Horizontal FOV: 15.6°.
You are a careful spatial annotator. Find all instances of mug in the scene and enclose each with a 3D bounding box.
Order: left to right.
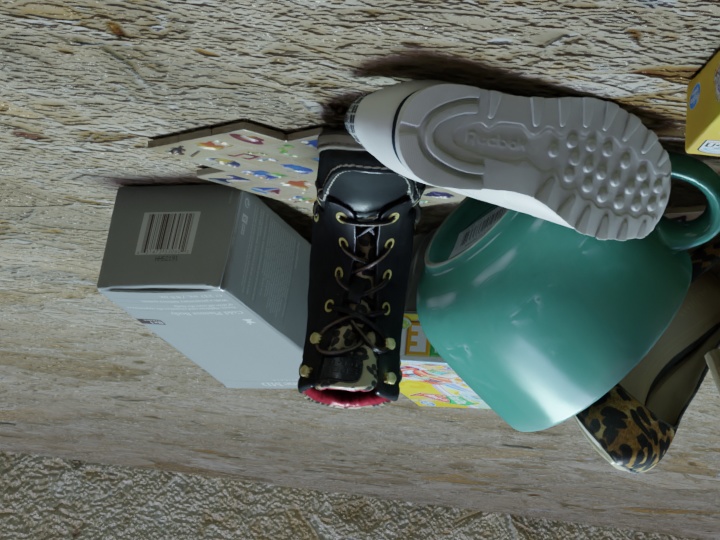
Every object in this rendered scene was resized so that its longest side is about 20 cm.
[{"bbox_3d":[0.118,-0.007,1.601,0.114,0.185,0.152,44,166,-16],"label":"mug"}]

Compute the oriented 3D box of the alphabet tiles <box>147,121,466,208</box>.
[{"bbox_3d":[-0.030,-0.065,1.693,0.200,0.008,0.167,15,166,-40],"label":"alphabet tiles"}]

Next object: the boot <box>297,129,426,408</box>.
[{"bbox_3d":[0.000,0.000,1.595,0.073,0.151,0.200,6,169,-5],"label":"boot"}]

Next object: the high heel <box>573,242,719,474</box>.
[{"bbox_3d":[0.196,0.046,1.609,0.071,0.143,0.200,43,-163,-6],"label":"high heel"}]

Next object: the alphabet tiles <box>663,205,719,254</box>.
[{"bbox_3d":[0.231,0.012,1.735,0.166,0.006,0.200,-4,149,-7],"label":"alphabet tiles"}]

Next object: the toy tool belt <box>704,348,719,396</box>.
[{"bbox_3d":[0.304,0.103,1.560,0.200,0.123,0.125,13,126,-19],"label":"toy tool belt"}]

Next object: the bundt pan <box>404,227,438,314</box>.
[{"bbox_3d":[0.107,0.016,1.860,0.201,0.076,0.202,5,168,1],"label":"bundt pan"}]

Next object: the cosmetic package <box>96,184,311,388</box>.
[{"bbox_3d":[-0.089,0.014,1.852,0.107,0.090,0.200,-2,155,28],"label":"cosmetic package"}]

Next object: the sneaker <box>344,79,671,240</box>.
[{"bbox_3d":[0.088,-0.068,1.490,0.200,0.077,0.080,17,176,-30],"label":"sneaker"}]

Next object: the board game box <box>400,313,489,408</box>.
[{"bbox_3d":[0.084,0.066,1.841,0.134,0.034,0.200,2,169,15],"label":"board game box"}]

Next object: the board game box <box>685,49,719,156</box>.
[{"bbox_3d":[0.259,-0.093,1.324,0.153,0.040,0.200,6,169,-4],"label":"board game box"}]
